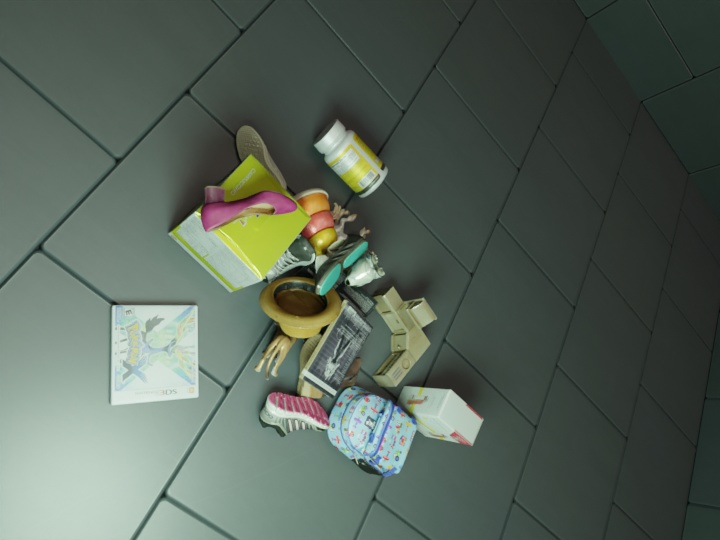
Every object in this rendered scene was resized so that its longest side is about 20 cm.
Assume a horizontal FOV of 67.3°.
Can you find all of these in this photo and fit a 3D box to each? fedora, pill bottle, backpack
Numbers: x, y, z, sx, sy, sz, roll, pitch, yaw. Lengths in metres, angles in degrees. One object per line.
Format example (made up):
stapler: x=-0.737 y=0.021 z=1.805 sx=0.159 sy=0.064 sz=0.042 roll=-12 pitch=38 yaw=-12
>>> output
fedora: x=-0.139 y=0.093 z=1.237 sx=0.198 sy=0.200 sz=0.083 roll=-17 pitch=129 yaw=-36
pill bottle: x=-0.028 y=-0.310 z=1.492 sx=0.200 sy=0.114 sz=0.115 roll=43 pitch=60 yaw=-20
backpack: x=0.023 y=0.397 z=1.370 sx=0.200 sy=0.134 sz=0.184 roll=44 pitch=60 yaw=-21

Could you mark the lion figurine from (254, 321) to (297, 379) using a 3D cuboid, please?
lion figurine: x=-0.184 y=0.170 z=1.262 sx=0.072 sy=0.200 sz=0.124 roll=32 pitch=97 yaw=-13

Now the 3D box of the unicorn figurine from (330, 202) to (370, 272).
unicorn figurine: x=-0.033 y=-0.074 z=1.475 sx=0.200 sy=0.074 sz=0.138 roll=42 pitch=69 yaw=-5

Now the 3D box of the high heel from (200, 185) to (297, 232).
high heel: x=-0.223 y=-0.110 z=1.098 sx=0.196 sy=0.068 sz=0.098 roll=3 pitch=66 yaw=-19

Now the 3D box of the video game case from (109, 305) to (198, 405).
video game case: x=-0.439 y=0.176 z=1.161 sx=0.179 sy=0.022 sz=0.205 roll=3 pitch=79 yaw=-35

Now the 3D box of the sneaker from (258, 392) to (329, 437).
sneaker: x=-0.161 y=0.352 z=1.288 sx=0.198 sy=0.088 sz=0.074 roll=28 pitch=23 yaw=-40

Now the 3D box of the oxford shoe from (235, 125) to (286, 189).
oxford shoe: x=-0.250 y=-0.269 z=1.367 sx=0.202 sy=0.074 sz=0.058 roll=59 pitch=14 yaw=-1

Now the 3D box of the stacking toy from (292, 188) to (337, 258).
stacking toy: x=-0.103 y=-0.088 z=1.341 sx=0.144 sy=0.147 sz=0.202 roll=-20 pitch=69 yaw=-35

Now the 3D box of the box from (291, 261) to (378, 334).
box: x=-0.077 y=0.070 z=1.365 sx=0.200 sy=0.079 sz=0.141 roll=44 pitch=55 yaw=6

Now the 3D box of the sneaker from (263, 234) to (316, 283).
sneaker: x=-0.182 y=-0.014 z=1.278 sx=0.115 sy=0.199 sz=0.075 roll=-42 pitch=99 yaw=-25

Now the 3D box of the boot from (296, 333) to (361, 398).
boot: x=-0.068 y=0.225 z=1.334 sx=0.164 sy=0.072 sz=0.203 roll=-7 pitch=128 yaw=-36

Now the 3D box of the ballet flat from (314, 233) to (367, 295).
ballet flat: x=-0.061 y=-0.019 z=1.266 sx=0.068 sy=0.069 sz=0.200 roll=29 pitch=50 yaw=19

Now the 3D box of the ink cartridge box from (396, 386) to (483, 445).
ink cartridge box: x=0.206 y=0.389 z=1.464 sx=0.145 sy=0.199 sz=0.084 roll=41 pitch=64 yaw=-21

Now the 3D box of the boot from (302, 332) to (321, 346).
boot: x=-0.066 y=0.132 z=1.409 sx=0.129 sy=0.067 sz=0.203 roll=31 pitch=63 yaw=-20

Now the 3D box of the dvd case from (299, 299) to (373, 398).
dvd case: x=-0.052 y=0.187 z=1.267 sx=0.202 sy=0.016 sz=0.149 roll=-60 pitch=143 yaw=-14

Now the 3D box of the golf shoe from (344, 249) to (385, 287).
golf shoe: x=0.000 y=0.000 z=1.340 sx=0.096 sy=0.200 sz=0.079 roll=-30 pitch=89 yaw=-1

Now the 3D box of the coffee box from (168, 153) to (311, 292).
coffee box: x=-0.272 y=-0.101 z=1.226 sx=0.200 sy=0.196 sz=0.201 roll=46 pitch=59 yaw=-18

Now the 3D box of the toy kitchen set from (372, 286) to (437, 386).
toy kitchen set: x=0.095 y=0.173 z=1.451 sx=0.180 sy=0.162 sz=0.202 roll=-43 pitch=105 yaw=-33
